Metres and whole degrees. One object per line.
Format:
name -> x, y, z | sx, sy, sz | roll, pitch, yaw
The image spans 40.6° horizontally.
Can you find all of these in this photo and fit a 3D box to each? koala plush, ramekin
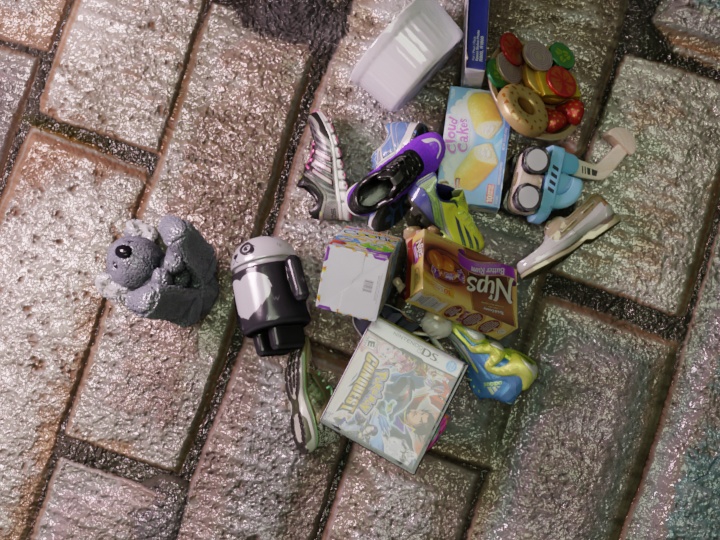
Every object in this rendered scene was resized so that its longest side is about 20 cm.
koala plush -> -0.361, 0.001, 1.680 | 0.198, 0.184, 0.179 | 15, 76, 26
ramekin -> 0.084, -0.365, 1.650 | 0.098, 0.200, 0.201 | 44, 89, -1

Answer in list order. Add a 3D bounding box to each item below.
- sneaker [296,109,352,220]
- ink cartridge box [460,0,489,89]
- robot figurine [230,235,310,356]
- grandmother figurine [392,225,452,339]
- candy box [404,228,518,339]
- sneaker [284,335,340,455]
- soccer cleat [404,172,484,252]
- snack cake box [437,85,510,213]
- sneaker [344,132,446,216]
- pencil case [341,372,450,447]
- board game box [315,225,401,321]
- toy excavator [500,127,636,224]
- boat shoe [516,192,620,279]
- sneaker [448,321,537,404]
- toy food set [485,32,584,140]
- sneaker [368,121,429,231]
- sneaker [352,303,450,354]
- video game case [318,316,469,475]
sneaker -> -0.074, -0.178, 1.700 | 0.086, 0.074, 0.203 | -13, 89, -3
ink cartridge box -> 0.196, -0.420, 1.641 | 0.040, 0.200, 0.203 | 3, 85, 5
robot figurine -> -0.155, 0.042, 1.656 | 0.148, 0.125, 0.203 | -13, 78, 5
grandmother figurine -> 0.114, 0.022, 1.642 | 0.119, 0.061, 0.203 | -8, 63, -4
candy box -> 0.169, 0.025, 1.607 | 0.198, 0.056, 0.118 | 22, 54, -24
sneaker -> -0.077, 0.213, 1.680 | 0.087, 0.077, 0.203 | -2, 82, -27
soccer cleat -> 0.158, -0.092, 1.627 | 0.084, 0.199, 0.065 | -45, 40, 14
snack cake box -> 0.196, -0.208, 1.687 | 0.113, 0.067, 0.203 | 8, 85, 4
sneaker -> 0.064, -0.154, 1.602 | 0.199, 0.100, 0.070 | -38, 95, 0
pencil case -> 0.058, 0.218, 1.646 | 0.199, 0.088, 0.089 | 39, 88, 4
board game box -> 0.000, 0.000, 1.605 | 0.102, 0.200, 0.106 | 13, 102, 5
toy excavator -> 0.359, -0.166, 1.669 | 0.197, 0.100, 0.197 | 15, 86, -8
boat shoe -> 0.344, -0.058, 1.664 | 0.198, 0.075, 0.069 | -31, 79, -8
sneaker -> 0.196, 0.157, 1.650 | 0.199, 0.076, 0.106 | 31, 99, 17
toy food set -> 0.299, -0.313, 1.655 | 0.197, 0.049, 0.201 | -4, 69, -28
sneaker -> 0.055, -0.165, 1.701 | 0.076, 0.075, 0.202 | 20, 88, 31
sneaker -> 0.073, 0.116, 1.661 | 0.198, 0.079, 0.079 | 30, 88, 8
video game case -> 0.055, 0.202, 1.596 | 0.179, 0.026, 0.202 | 28, 85, 5
